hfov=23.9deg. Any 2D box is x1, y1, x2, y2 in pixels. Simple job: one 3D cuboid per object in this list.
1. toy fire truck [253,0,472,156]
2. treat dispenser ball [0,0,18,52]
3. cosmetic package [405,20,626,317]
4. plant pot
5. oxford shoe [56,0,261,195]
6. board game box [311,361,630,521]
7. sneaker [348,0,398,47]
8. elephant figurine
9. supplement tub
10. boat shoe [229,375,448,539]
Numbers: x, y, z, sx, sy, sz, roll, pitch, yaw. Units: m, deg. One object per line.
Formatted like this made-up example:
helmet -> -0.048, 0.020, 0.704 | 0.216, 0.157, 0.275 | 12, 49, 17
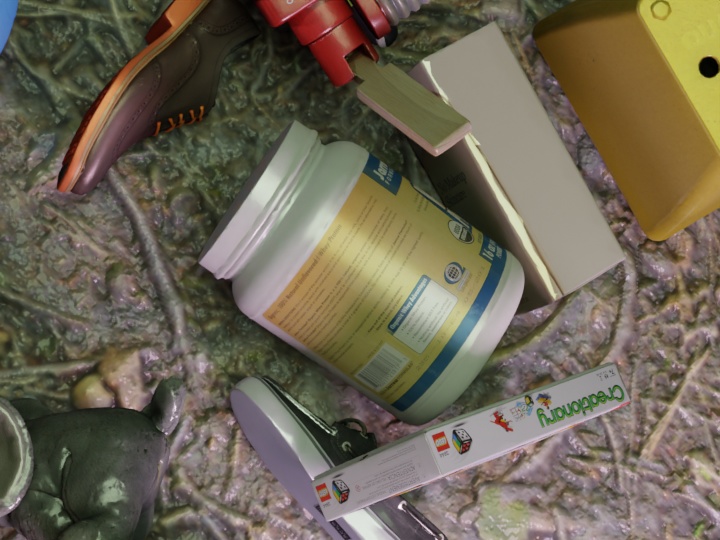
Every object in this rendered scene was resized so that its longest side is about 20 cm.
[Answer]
toy fire truck -> 0.028, -0.193, 1.195 | 0.176, 0.129, 0.200 | -33, 102, -2
treat dispenser ball -> -0.325, -0.194, 1.118 | 0.200, 0.201, 0.202 | 3, 80, -15
cosmetic package -> 0.106, -0.072, 1.272 | 0.073, 0.104, 0.201 | -30, 89, -18
plant pot -> 0.273, -0.158, 1.274 | 0.199, 0.176, 0.201 | -30, 90, -4
oxford shoe -> -0.144, -0.125, 1.228 | 0.072, 0.071, 0.200 | 39, 72, -12
board game box -> 0.078, 0.117, 1.181 | 0.199, 0.126, 0.035 | -14, 80, -42
sneaker -> -0.056, -0.234, 1.284 | 0.083, 0.072, 0.200 | -41, 93, 6
elephant figurine -> -0.239, 0.139, 1.133 | 0.199, 0.142, 0.155 | 19, 46, 4
supplement tub -> 0.000, 0.000, 1.207 | 0.200, 0.145, 0.145 | 35, 73, -8
boat shoe -> -0.010, 0.143, 1.222 | 0.200, 0.070, 0.066 | 48, 64, -4
